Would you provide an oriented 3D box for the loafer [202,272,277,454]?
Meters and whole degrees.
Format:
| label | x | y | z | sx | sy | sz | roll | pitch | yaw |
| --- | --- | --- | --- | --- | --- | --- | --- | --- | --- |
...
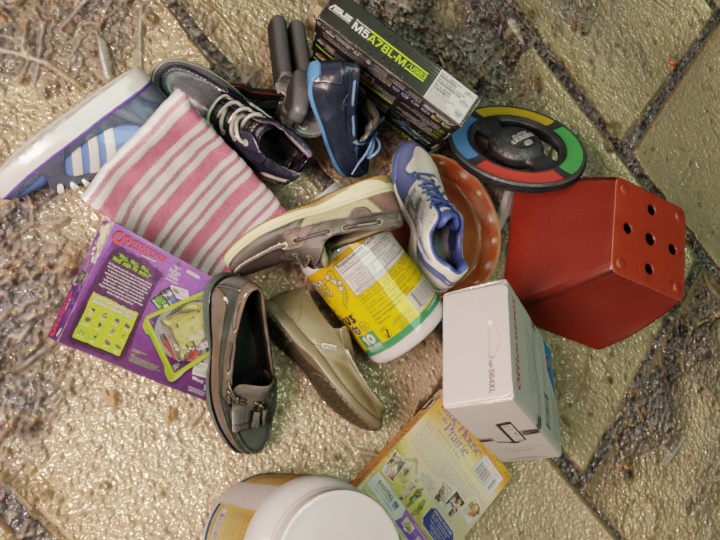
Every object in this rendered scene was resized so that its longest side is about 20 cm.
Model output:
| label | x | y | z | sx | sy | sz | roll | pitch | yaw |
| --- | --- | --- | --- | --- | --- | --- | --- | --- | --- |
| loafer | -0.120 | 0.104 | 0.728 | 0.071 | 0.062 | 0.202 | -20 | 109 | -44 |

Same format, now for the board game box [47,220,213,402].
| label | x | y | z | sx | sy | sz | roll | pitch | yaw |
| --- | --- | --- | --- | --- | --- | --- | --- | --- | --- |
| board game box | -0.196 | 0.049 | 0.705 | 0.200 | 0.032 | 0.121 | 36 | 73 | -43 |

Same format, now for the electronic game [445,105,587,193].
| label | x | y | z | sx | sy | sz | roll | pitch | yaw |
| --- | --- | --- | --- | --- | --- | --- | --- | --- | --- |
| electronic game | 0.218 | -0.174 | 0.983 | 0.197 | 0.042 | 0.201 | 4 | 43 | -4 |

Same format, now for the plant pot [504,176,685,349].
| label | x | y | z | sx | sy | sz | roll | pitch | yaw |
| --- | --- | --- | --- | --- | --- | --- | --- | --- | --- |
| plant pot | 0.339 | -0.021 | 0.984 | 0.198 | 0.176 | 0.202 | 20 | 69 | -23 |

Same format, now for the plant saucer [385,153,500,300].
| label | x | y | z | sx | sy | sz | roll | pitch | yaw |
| --- | --- | --- | --- | --- | --- | --- | --- | --- | --- |
| plant saucer | 0.103 | -0.058 | 0.948 | 0.198 | 0.032 | 0.203 | 7 | 74 | -26 |

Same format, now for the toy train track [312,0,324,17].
| label | x | y | z | sx | sy | sz | roll | pitch | yaw |
| --- | --- | --- | --- | --- | --- | --- | --- | --- | --- |
| toy train track | 0.012 | -0.292 | 0.955 | 0.199 | 0.033 | 0.115 | 30 | 29 | -27 |

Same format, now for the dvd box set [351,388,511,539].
| label | x | y | z | sx | sy | sz | roll | pitch | yaw |
| --- | --- | --- | --- | --- | --- | --- | --- | --- | --- |
| dvd box set | 0.082 | 0.264 | 0.852 | 0.200 | 0.029 | 0.147 | -40 | 98 | -30 |

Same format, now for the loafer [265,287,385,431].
| label | x | y | z | sx | sy | sz | roll | pitch | yaw |
| --- | --- | --- | --- | --- | --- | --- | --- | --- | --- |
| loafer | -0.033 | 0.099 | 0.807 | 0.067 | 0.076 | 0.200 | -43 | 99 | -24 |

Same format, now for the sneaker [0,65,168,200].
| label | x | y | z | sx | sy | sz | roll | pitch | yaw |
| --- | --- | --- | --- | --- | --- | --- | --- | --- | --- |
| sneaker | -0.260 | -0.099 | 0.733 | 0.200 | 0.080 | 0.147 | -40 | 119 | -10 |

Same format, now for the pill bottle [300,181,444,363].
| label | x | y | z | sx | sy | sz | roll | pitch | yaw |
| --- | --- | --- | --- | --- | --- | --- | --- | --- | --- |
| pill bottle | 0.000 | 0.000 | 0.829 | 0.113 | 0.113 | 0.201 | -42 | 99 | -30 |

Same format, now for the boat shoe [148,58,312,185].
| label | x | y | z | sx | sy | sz | roll | pitch | yaw |
| --- | --- | --- | --- | --- | --- | --- | --- | --- | --- |
| boat shoe | -0.137 | -0.167 | 0.770 | 0.199 | 0.093 | 0.075 | 32 | 83 | -22 |

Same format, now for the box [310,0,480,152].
| label | x | y | z | sx | sy | sz | roll | pitch | yaw |
| --- | --- | --- | --- | --- | --- | --- | --- | --- | --- |
| box | 0.032 | -0.228 | 0.845 | 0.199 | 0.193 | 0.048 | 36 | 89 | -5 |

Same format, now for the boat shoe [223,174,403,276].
| label | x | y | z | sx | sy | sz | roll | pitch | yaw |
| --- | --- | --- | --- | --- | --- | --- | --- | --- | --- |
| boat shoe | -0.049 | -0.034 | 0.737 | 0.198 | 0.073 | 0.065 | -26 | 79 | 9 |

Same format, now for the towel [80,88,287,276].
| label | x | y | z | sx | sy | sz | roll | pitch | yaw |
| --- | --- | --- | --- | --- | --- | --- | --- | --- | --- |
| towel | -0.172 | -0.068 | 0.733 | 0.147 | 0.030 | 0.200 | -54 | 136 | -14 |

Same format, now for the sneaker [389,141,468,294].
| label | x | y | z | sx | sy | sz | roll | pitch | yaw |
| --- | --- | --- | --- | --- | --- | --- | --- | --- | --- |
| sneaker | 0.095 | -0.074 | 0.880 | 0.075 | 0.088 | 0.202 | -7 | 79 | -28 |

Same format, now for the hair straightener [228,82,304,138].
| label | x | y | z | sx | sy | sz | roll | pitch | yaw |
| --- | --- | --- | --- | --- | --- | --- | --- | --- | --- |
| hair straightener | -0.128 | -0.186 | 0.857 | 0.198 | 0.041 | 0.078 | -3 | 79 | -34 |

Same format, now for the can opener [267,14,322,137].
| label | x | y | z | sx | sy | sz | roll | pitch | yaw |
| --- | --- | --- | --- | --- | --- | --- | --- | --- | --- |
| can opener | -0.076 | -0.241 | 0.849 | 0.052 | 0.067 | 0.202 | 8 | 50 | -26 |

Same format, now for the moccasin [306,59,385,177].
| label | x | y | z | sx | sy | sz | roll | pitch | yaw |
| --- | --- | --- | --- | --- | --- | --- | --- | --- | --- |
| moccasin | -0.008 | -0.168 | 0.827 | 0.067 | 0.200 | 0.081 | -7 | 71 | 10 |

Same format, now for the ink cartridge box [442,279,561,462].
| label | x | y | z | sx | sy | sz | roll | pitch | yaw |
| --- | --- | --- | --- | --- | --- | --- | --- | --- | --- |
| ink cartridge box | 0.170 | 0.126 | 0.838 | 0.200 | 0.083 | 0.147 | 47 | 38 | -46 |

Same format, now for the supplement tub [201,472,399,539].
| label | x | y | z | sx | sy | sz | roll | pitch | yaw |
| --- | --- | --- | --- | --- | --- | --- | --- | --- | --- |
| supplement tub | -0.061 | 0.271 | 0.673 | 0.143 | 0.200 | 0.146 | 7 | 74 | -26 |
